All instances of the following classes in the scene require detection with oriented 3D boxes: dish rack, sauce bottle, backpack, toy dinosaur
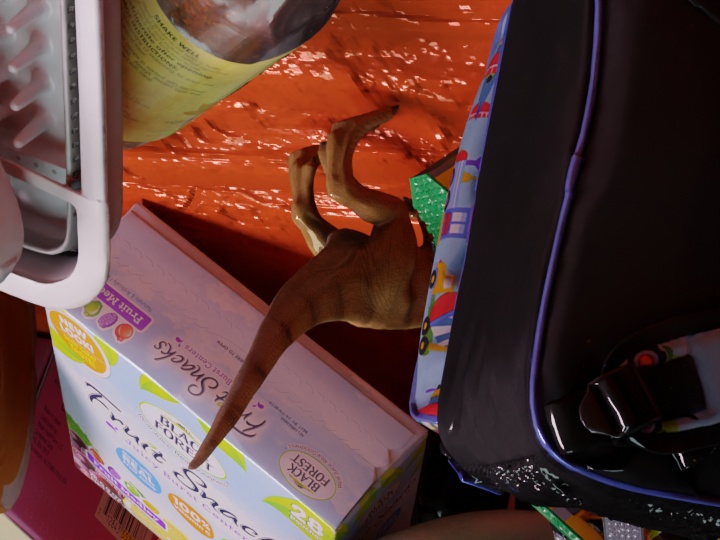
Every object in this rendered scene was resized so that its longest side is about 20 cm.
[{"bbox_3d":[-0.143,-0.095,0.705,0.171,0.044,0.200,22,133,21],"label":"dish rack"},{"bbox_3d":[-0.042,-0.092,0.697,0.066,0.066,0.200,30,156,-21],"label":"sauce bottle"},{"bbox_3d":[0.134,-0.002,0.636,0.200,0.183,0.135,13,166,-14],"label":"backpack"},{"bbox_3d":[0.000,0.000,0.800,0.060,0.106,0.200,-22,173,31],"label":"toy dinosaur"}]

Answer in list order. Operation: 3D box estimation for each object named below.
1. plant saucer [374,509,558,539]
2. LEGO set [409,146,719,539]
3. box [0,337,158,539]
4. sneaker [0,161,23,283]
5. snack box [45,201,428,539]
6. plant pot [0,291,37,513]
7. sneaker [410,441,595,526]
[{"bbox_3d":[0.029,0.144,0.941,0.201,0.039,0.201,-17,154,-8],"label":"plant saucer"},{"bbox_3d":[0.108,0.019,0.799,0.154,0.116,0.200,37,153,43],"label":"LEGO set"},{"bbox_3d":[-0.231,0.105,1.216,0.200,0.097,0.176,7,153,24],"label":"box"},{"bbox_3d":[-0.181,-0.064,0.666,0.074,0.082,0.200,-22,107,42],"label":"sneaker"},{"bbox_3d":[-0.058,0.082,1.000,0.169,0.068,0.200,38,156,16],"label":"snack box"},{"bbox_3d":[-0.253,0.050,1.026,0.183,0.200,0.200,2,154,2],"label":"plant pot"},{"bbox_3d":[0.054,0.109,1.038,0.099,0.071,0.200,16,160,-4],"label":"sneaker"}]
